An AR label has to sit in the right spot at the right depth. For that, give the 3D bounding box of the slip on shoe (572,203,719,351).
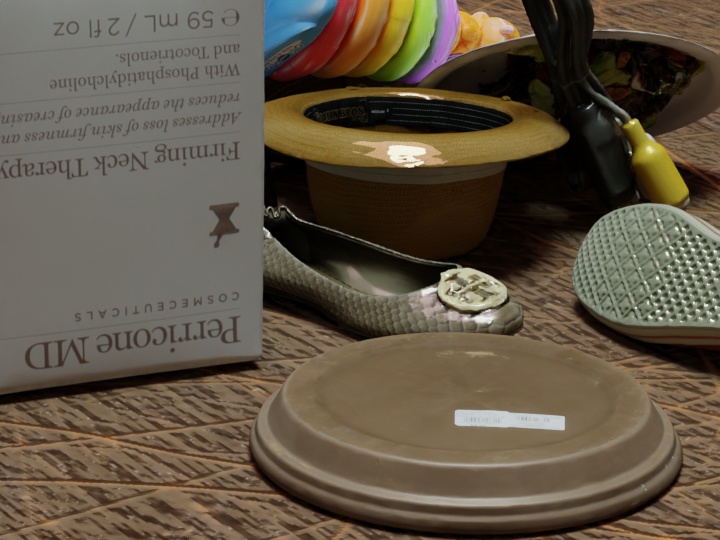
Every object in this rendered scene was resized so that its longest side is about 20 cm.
[{"bbox_3d":[0.187,0.013,1.301,0.200,0.074,0.061,13,-14,48],"label":"slip on shoe"}]

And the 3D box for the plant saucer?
[{"bbox_3d":[0.049,0.069,1.164,0.200,0.029,0.200,2,18,-1],"label":"plant saucer"}]

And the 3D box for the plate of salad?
[{"bbox_3d":[0.132,-0.101,1.560,0.200,0.048,0.200,-1,-18,0],"label":"plate of salad"}]

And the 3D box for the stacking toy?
[{"bbox_3d":[0.017,-0.157,1.568,0.200,0.110,0.116,13,-29,-34],"label":"stacking toy"}]

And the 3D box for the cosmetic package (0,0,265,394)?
[{"bbox_3d":[-0.152,-0.062,1.274,0.167,0.200,0.166,-7,20,-23],"label":"cosmetic package"}]

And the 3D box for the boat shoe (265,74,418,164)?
[{"bbox_3d":[0.005,-0.106,1.620,0.200,0.072,0.068,-12,20,-41],"label":"boat shoe"}]

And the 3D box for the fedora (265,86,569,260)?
[{"bbox_3d":[0.026,-0.054,1.449,0.201,0.082,0.201,2,13,0],"label":"fedora"}]

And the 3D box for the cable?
[{"bbox_3d":[0.135,-0.107,1.471,0.050,0.200,0.097,-31,29,-16],"label":"cable"}]

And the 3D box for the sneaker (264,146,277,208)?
[{"bbox_3d":[-0.111,-0.092,1.554,0.073,0.082,0.200,-14,22,-33],"label":"sneaker"}]

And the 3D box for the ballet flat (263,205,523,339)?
[{"bbox_3d":[0.000,0.000,1.339,0.200,0.046,0.067,16,24,38],"label":"ballet flat"}]
